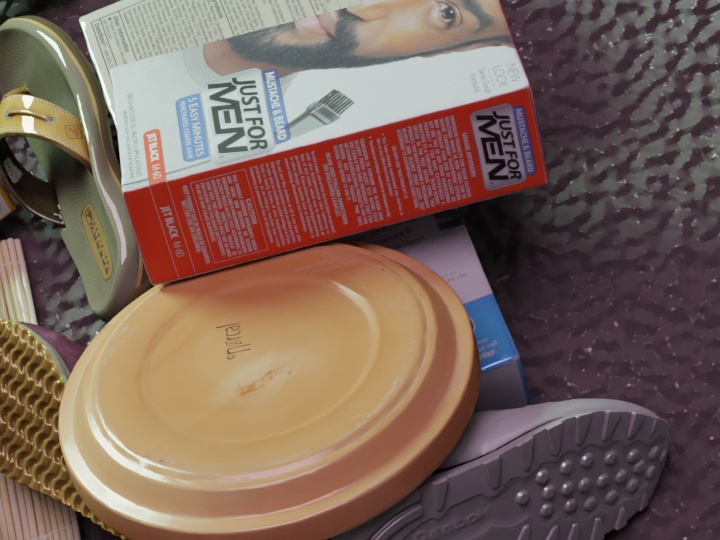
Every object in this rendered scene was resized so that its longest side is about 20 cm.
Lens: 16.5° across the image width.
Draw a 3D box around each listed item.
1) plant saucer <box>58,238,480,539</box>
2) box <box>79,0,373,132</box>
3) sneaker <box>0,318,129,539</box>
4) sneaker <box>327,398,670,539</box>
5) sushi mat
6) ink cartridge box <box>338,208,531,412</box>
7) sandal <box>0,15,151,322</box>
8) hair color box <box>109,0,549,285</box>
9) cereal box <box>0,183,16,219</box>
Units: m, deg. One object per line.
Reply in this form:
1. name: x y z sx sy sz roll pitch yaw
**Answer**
1. plant saucer: -0.044 0.050 1.149 0.199 0.032 0.201 -9 38 7
2. box: -0.040 -0.120 1.338 0.199 0.078 0.095 -21 56 1
3. sneaker: -0.119 0.086 1.242 0.200 0.090 0.075 32 103 42
4. sneaker: 0.055 0.092 1.166 0.199 0.077 0.080 -10 26 -29
5. sushi mat: -0.206 0.077 1.301 0.095 0.012 0.201 -18 57 2
6. ink cartridge box: 0.000 0.000 1.264 0.115 0.067 0.201 -21 57 1
7. sandal: -0.166 -0.057 1.327 0.054 0.081 0.201 -7 57 -28
8. hair color box: -0.018 -0.071 1.214 0.198 0.064 0.111 -14 38 0
9. cereal box: -0.305 -0.027 1.364 0.199 0.040 0.144 -35 51 -7
